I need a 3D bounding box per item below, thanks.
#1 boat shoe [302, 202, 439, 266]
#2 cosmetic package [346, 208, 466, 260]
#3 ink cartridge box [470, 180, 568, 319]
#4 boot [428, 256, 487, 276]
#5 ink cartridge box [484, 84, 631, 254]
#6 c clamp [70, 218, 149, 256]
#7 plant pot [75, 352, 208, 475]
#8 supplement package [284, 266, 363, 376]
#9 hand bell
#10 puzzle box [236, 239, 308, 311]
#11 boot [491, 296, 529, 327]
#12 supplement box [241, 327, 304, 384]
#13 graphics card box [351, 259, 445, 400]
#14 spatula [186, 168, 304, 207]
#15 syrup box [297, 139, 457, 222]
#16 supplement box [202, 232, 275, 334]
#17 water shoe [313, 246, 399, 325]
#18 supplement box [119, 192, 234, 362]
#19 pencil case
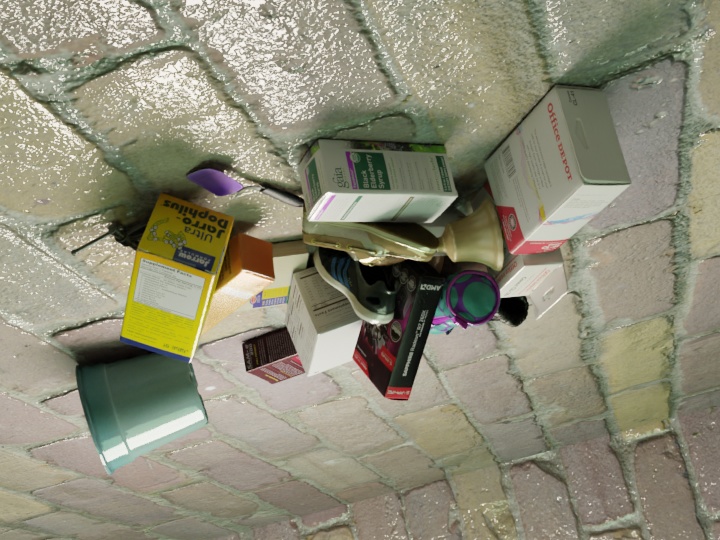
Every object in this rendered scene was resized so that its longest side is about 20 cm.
[{"bbox_3d":[0.012,-0.044,1.569,0.197,0.067,0.074,18,-156,13],"label":"boat shoe"},{"bbox_3d":[0.070,-0.056,1.678,0.197,0.083,0.051,-4,114,-22],"label":"cosmetic package"},{"bbox_3d":[0.231,-0.038,1.655,0.066,0.203,0.117,-4,156,-20],"label":"ink cartridge box"},{"bbox_3d":[0.184,-0.025,1.833,0.163,0.074,0.200,-9,167,-2],"label":"boot"},{"bbox_3d":[0.261,-0.131,1.524,0.084,0.150,0.200,-1,156,-26],"label":"ink cartridge box"},{"bbox_3d":[-0.289,-0.036,1.624,0.169,0.027,0.200,-26,153,16],"label":"c clamp"},{"bbox_3d":[-0.381,0.235,2.007,0.193,0.203,0.201,-17,159,-7],"label":"plant pot"},{"bbox_3d":[-0.029,0.069,1.854,0.154,0.112,0.201,-19,160,-16],"label":"supplement package"},{"bbox_3d":[0.096,-0.034,1.614,0.196,0.106,0.104,-10,158,-6],"label":"hand bell"},{"bbox_3d":[-0.156,0.012,1.800,0.131,0.026,0.201,-8,157,-12],"label":"puzzle box"},{"bbox_3d":[0.171,0.058,1.941,0.209,0.081,0.157,-6,-171,-38],"label":"boot"},{"bbox_3d":[-0.107,0.144,2.089,0.197,0.062,0.109,-20,156,16],"label":"supplement box"},{"bbox_3d":[0.055,0.076,1.696,0.050,0.126,0.203,6,112,-28],"label":"graphics card box"},{"bbox_3d":[-0.143,-0.108,1.526,0.056,0.021,0.198,-15,164,41],"label":"spatula"},{"bbox_3d":[0.022,-0.118,1.516,0.197,0.080,0.081,0,154,-28],"label":"syrup box"},{"bbox_3d":[-0.210,0.023,1.680,0.068,0.067,0.199,15,143,-37],"label":"supplement box"},{"bbox_3d":[0.000,0.000,1.693,0.071,0.200,0.080,0,122,-37],"label":"water shoe"},{"bbox_3d":[-0.252,0.013,1.543,0.107,0.111,0.201,18,137,-6],"label":"supplement box"},{"bbox_3d":[0.140,0.051,1.711,0.085,0.093,0.200,37,166,-7],"label":"pencil case"}]
